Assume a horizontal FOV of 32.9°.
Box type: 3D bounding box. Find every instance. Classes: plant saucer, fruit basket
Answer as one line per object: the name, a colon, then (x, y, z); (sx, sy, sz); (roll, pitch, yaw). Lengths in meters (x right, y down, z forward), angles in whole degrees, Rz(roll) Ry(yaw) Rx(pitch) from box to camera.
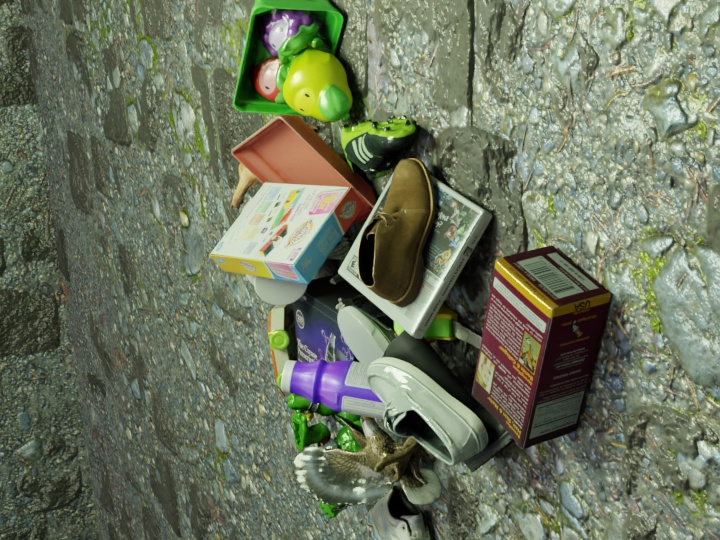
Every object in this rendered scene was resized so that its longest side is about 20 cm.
plant saucer: (-0.078, -0.144, 1.811); (0.200, 0.037, 0.200); (44, 154, -13)
fruit basket: (-0.096, -0.293, 1.774); (0.216, 0.155, 0.216); (-178, 90, -75)

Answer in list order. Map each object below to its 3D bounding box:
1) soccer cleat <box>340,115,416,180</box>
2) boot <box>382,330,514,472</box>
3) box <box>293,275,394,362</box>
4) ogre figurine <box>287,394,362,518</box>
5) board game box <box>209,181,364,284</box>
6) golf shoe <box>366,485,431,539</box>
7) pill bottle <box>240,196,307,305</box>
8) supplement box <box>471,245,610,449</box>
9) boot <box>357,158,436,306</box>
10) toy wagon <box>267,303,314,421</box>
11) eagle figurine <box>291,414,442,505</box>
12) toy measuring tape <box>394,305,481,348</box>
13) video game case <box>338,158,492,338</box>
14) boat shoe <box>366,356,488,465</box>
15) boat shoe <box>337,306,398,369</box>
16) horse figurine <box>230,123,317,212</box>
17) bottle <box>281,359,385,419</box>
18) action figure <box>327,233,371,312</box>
soccer cleat: (0.030, -0.166, 1.663); (0.200, 0.067, 0.081); (-166, 60, -68)
boot: (0.120, 0.149, 1.559); (0.200, 0.066, 0.165); (54, 146, 11)
box: (-0.026, 0.106, 1.876); (0.200, 0.079, 0.141); (29, 124, 57)
ogre figurine: (-0.036, 0.276, 1.922); (0.200, 0.120, 0.098); (58, 144, 30)
board game box: (-0.109, -0.058, 1.776); (0.200, 0.153, 0.040); (8, 145, 47)
golf shoe: (0.075, 0.412, 1.820); (0.200, 0.078, 0.097); (53, 139, 37)
pill bottle: (-0.130, -0.033, 1.908); (0.200, 0.111, 0.111); (-103, 15, -58)
supplement box: (0.204, 0.088, 1.401); (0.110, 0.086, 0.200); (47, 140, 45)
boot: (0.044, -0.060, 1.552); (0.074, 0.075, 0.200); (-16, 59, 47)
toy wagon: (-0.113, 0.154, 2.016); (0.155, 0.039, 0.200); (-50, -48, -77)
eagle figurine: (0.018, 0.270, 1.783); (0.200, 0.152, 0.151); (-22, 57, 47)
toy measuring tape: (0.097, 0.079, 1.626); (0.200, 0.073, 0.074); (34, 131, 55)
video game case: (0.067, -0.032, 1.589); (0.182, 0.023, 0.200); (-61, 38, 8)
boat shoe: (0.067, 0.176, 1.524); (0.201, 0.071, 0.070); (32, 139, 38)
boat shoe: (0.049, 0.121, 1.687); (0.200, 0.057, 0.069); (46, 144, 15)
horse figurine: (-0.148, -0.184, 1.940); (0.200, 0.050, 0.133); (-24, 38, 53)
bottle: (-0.012, 0.168, 1.743); (0.084, 0.200, 0.065); (-63, -20, -65)
action figure: (0.000, 0.000, 1.749); (0.200, 0.102, 0.119); (-10, 100, 61)
